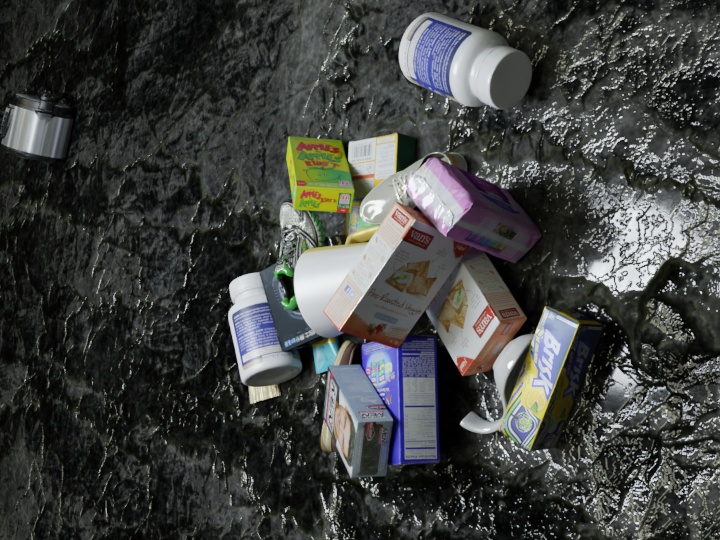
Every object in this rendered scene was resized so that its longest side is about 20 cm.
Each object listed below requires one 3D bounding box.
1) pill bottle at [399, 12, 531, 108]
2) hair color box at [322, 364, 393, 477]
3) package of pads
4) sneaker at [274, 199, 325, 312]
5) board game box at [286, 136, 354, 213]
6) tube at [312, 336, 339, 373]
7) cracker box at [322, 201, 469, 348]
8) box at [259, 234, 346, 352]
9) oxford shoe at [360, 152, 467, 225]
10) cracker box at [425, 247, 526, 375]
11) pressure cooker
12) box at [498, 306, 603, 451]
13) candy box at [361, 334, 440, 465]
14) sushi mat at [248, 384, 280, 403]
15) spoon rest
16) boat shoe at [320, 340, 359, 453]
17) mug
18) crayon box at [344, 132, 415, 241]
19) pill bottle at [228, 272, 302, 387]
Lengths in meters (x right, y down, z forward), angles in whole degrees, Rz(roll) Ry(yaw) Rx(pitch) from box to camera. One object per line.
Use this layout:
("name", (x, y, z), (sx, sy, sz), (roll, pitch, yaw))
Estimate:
("pill bottle", (0.166, -0.325, 1.484), (0.200, 0.120, 0.120), (35, 110, 44))
("hair color box", (-0.008, 0.238, 1.520), (0.200, 0.061, 0.099), (-128, 42, -65))
("package of pads", (0.168, -0.089, 1.400), (0.076, 0.200, 0.121), (-49, 52, 22))
("sneaker", (-0.109, -0.026, 1.634), (0.078, 0.085, 0.200), (-14, 84, 41))
("board game box", (-0.074, -0.173, 1.684), (0.200, 0.101, 0.048), (-103, 18, -56))
("tube", (-0.072, 0.087, 1.755), (0.077, 0.050, 0.200), (-22, 74, 55))
("cracker box", (0.054, 0.011, 1.394), (0.200, 0.134, 0.058), (-57, 46, 13))
("box", (-0.086, 0.044, 1.707), (0.200, 0.043, 0.160), (-25, 77, 41))
("oxford shoe", (0.081, -0.139, 1.561), (0.200, 0.058, 0.075), (-27, 77, 19))
("cracker box", (0.160, 0.043, 1.466), (0.200, 0.058, 0.134), (61, 142, 32))
("pressure cooker", (-0.880, -0.406, 2.589), (0.176, 0.179, 0.200), (20, 100, 21))
("box", (0.273, 0.155, 1.354), (0.064, 0.070, 0.200), (29, 106, 43))
("candy box", (0.063, 0.212, 1.526), (0.169, 0.077, 0.200), (153, 118, -69))
("sushi mat", (-0.204, 0.164, 1.906), (0.096, 0.012, 0.200), (-24, 68, 44))
("spoon rest", (0.218, 0.174, 1.410), (0.061, 0.099, 0.200), (37, 129, 17))
("boat shoe", (-0.017, 0.226, 1.670), (0.072, 0.072, 0.200), (8, 79, 17))
("mug", (-0.004, 0.003, 1.526), (0.153, 0.149, 0.187), (-15, 69, 32))
("crayon box", (0.033, -0.132, 1.662), (0.126, 0.052, 0.200), (-2, 83, 47))
("pill bottle", (-0.190, 0.112, 1.819), (0.120, 0.120, 0.200), (-34, 62, 39))
